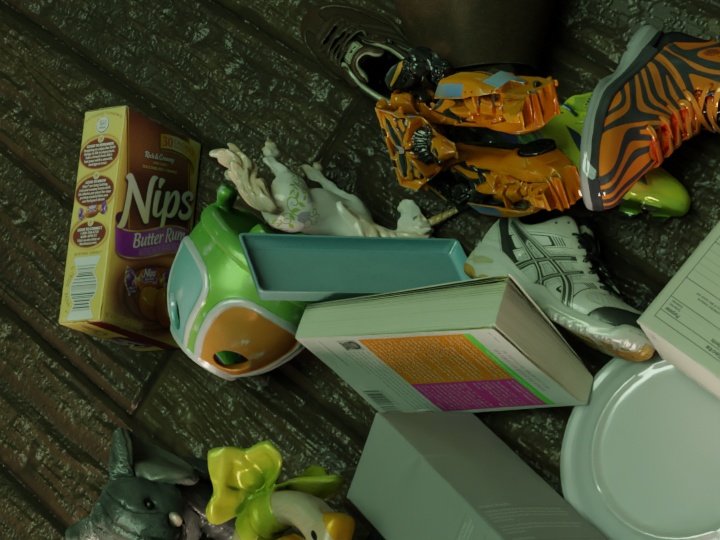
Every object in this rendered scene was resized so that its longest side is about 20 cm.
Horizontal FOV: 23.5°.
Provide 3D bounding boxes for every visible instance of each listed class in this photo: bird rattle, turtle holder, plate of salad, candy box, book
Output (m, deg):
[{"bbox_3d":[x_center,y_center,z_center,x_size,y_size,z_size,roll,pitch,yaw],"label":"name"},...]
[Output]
[{"bbox_3d":[-0.073,0.236,1.326,0.162,0.112,0.202,7,78,50],"label":"bird rattle"},{"bbox_3d":[-0.111,0.009,1.498,0.185,0.141,0.132,42,101,33],"label":"turtle holder"},{"bbox_3d":[0.245,0.138,1.286,0.198,0.048,0.202,-13,59,22],"label":"plate of salad"},{"bbox_3d":[-0.209,-0.037,1.589,0.056,0.116,0.202,-5,73,31],"label":"candy box"},{"bbox_3d":[0.064,0.069,1.353,0.199,0.134,0.048,-7,51,39],"label":"book"}]

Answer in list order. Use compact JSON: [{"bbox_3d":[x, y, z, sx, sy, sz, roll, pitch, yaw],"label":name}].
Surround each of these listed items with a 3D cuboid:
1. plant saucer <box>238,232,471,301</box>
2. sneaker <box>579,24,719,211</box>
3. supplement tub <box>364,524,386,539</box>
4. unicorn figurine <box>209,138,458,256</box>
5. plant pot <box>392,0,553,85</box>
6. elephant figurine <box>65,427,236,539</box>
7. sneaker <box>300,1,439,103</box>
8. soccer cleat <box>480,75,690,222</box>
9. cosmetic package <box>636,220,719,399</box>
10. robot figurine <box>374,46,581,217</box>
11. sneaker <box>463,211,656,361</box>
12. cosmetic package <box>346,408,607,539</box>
[{"bbox_3d":[0.000,0.000,1.409,0.070,0.198,0.019,-113,33,-43],"label":"plant saucer"},{"bbox_3d":[0.239,-0.117,1.308,0.111,0.078,0.201,10,49,25],"label":"sneaker"},{"bbox_3d":[-0.001,0.302,1.360,0.107,0.107,0.201,27,90,35],"label":"supplement tub"},{"bbox_3d":[-0.026,-0.055,1.480,0.137,0.198,0.074,44,128,48],"label":"unicorn figurine"},{"bbox_3d":[0.093,-0.261,1.441,0.185,0.186,0.202,-8,84,30],"label":"plant pot"},{"bbox_3d":[-0.177,0.200,1.446,0.154,0.200,0.143,-14,69,29],"label":"elephant figurine"},{"bbox_3d":[0.008,-0.192,1.520,0.200,0.075,0.071,36,96,34],"label":"sneaker"},{"bbox_3d":[0.183,-0.101,1.388,0.199,0.065,0.084,27,87,35],"label":"soccer cleat"},{"bbox_3d":[0.306,0.000,1.250,0.200,0.073,0.103,-49,54,-3],"label":"cosmetic package"},{"bbox_3d":[0.086,-0.105,1.374,0.199,0.058,0.146,9,125,50],"label":"robot figurine"},{"bbox_3d":[0.163,0.001,1.350,0.200,0.075,0.088,32,88,46],"label":"sneaker"},{"bbox_3d":[0.088,0.190,1.305,0.200,0.106,0.091,40,118,49],"label":"cosmetic package"}]
